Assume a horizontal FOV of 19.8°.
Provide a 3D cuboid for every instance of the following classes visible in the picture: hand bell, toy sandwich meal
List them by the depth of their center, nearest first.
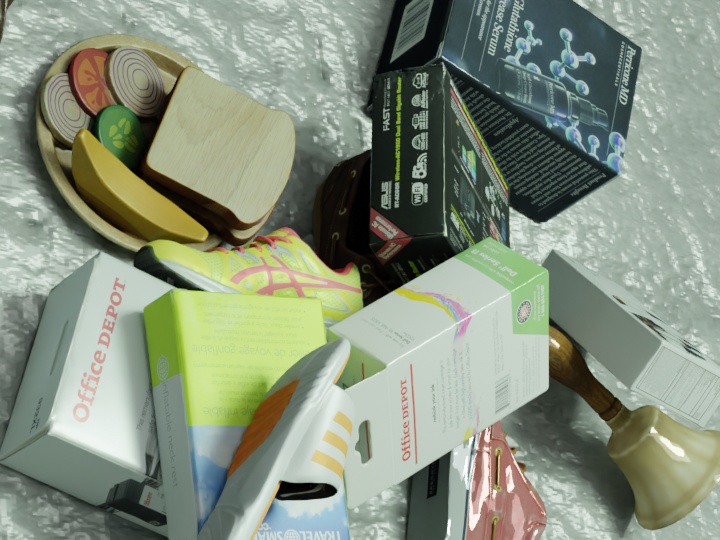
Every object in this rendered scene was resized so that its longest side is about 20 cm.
[{"bbox_3d":[-0.145,-0.098,1.540,0.205,0.070,0.205,17,59,-30],"label":"toy sandwich meal"},{"bbox_3d":[0.198,0.107,1.671,0.200,0.104,0.104,44,49,-14],"label":"hand bell"}]

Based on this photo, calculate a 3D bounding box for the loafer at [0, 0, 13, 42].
[{"bbox_3d":[-0.261,-0.238,1.520,0.071,0.073,0.200,21,58,-29],"label":"loafer"}]

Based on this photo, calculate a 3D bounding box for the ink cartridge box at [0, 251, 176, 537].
[{"bbox_3d":[-0.134,0.100,1.440,0.200,0.084,0.145,28,56,-24],"label":"ink cartridge box"}]

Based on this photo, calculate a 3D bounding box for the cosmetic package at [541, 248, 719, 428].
[{"bbox_3d":[0.215,0.051,1.669,0.082,0.051,0.200,30,9,-29],"label":"cosmetic package"}]

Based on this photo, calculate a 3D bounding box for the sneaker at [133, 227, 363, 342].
[{"bbox_3d":[-0.079,0.006,1.514,0.200,0.078,0.090,21,67,-35],"label":"sneaker"}]

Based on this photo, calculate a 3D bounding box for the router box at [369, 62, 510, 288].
[{"bbox_3d":[0.065,-0.045,1.609,0.200,0.062,0.150,55,32,-56],"label":"router box"}]

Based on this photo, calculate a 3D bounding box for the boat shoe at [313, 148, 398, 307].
[{"bbox_3d":[0.000,0.000,1.604,0.070,0.070,0.200,12,62,-32],"label":"boat shoe"}]

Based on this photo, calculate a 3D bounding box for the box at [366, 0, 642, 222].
[{"bbox_3d":[0.125,-0.163,1.756,0.200,0.107,0.149,31,52,-23],"label":"box"}]

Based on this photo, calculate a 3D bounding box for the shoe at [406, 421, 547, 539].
[{"bbox_3d":[0.094,0.151,1.602,0.091,0.071,0.200,22,62,-29],"label":"shoe"}]

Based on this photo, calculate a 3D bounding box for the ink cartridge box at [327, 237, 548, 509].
[{"bbox_3d":[0.043,0.073,1.487,0.200,0.117,0.067,-29,43,-30],"label":"ink cartridge box"}]

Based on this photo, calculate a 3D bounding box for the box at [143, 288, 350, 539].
[{"bbox_3d":[-0.074,0.115,1.389,0.122,0.048,0.200,4,70,-34],"label":"box"}]

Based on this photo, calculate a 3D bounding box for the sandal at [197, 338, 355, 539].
[{"bbox_3d":[-0.050,0.140,1.323,0.059,0.079,0.207,36,65,-18],"label":"sandal"}]
